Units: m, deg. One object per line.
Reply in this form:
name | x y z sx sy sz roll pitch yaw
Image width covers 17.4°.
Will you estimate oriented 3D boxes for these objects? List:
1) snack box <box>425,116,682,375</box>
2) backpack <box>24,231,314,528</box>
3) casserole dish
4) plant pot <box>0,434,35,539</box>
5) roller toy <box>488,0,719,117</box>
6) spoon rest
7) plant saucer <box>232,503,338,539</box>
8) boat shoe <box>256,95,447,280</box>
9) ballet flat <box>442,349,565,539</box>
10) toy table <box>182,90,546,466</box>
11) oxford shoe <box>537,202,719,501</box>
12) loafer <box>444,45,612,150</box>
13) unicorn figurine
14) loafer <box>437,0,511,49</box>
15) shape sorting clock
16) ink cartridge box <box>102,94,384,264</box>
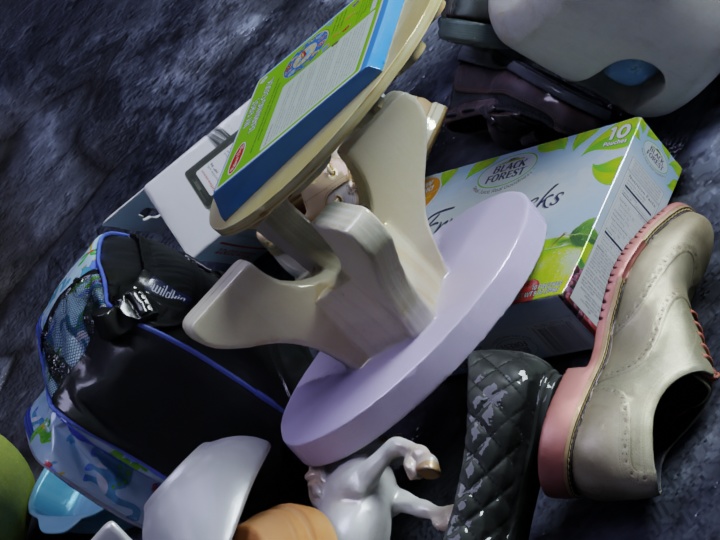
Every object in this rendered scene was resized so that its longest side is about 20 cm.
snack box | 0.088 -0.008 1.440 0.199 0.053 0.143 -14 39 46
backpack | -0.123 0.073 1.483 0.147 0.182 0.200 -54 21 13
casserole dish | -0.153 0.109 1.632 0.121 0.039 0.201 -9 43 50
plant pot | -0.309 0.197 1.602 0.186 0.188 0.200 -19 25 41
roller toy | 0.178 -0.196 1.457 0.183 0.139 0.200 -54 17 30
spoon rest | -0.098 0.146 1.307 0.099 0.061 0.200 -48 -4 18
plant saucer | -0.074 0.220 1.296 0.200 0.037 0.201 -50 27 36
boat shoe | -0.012 -0.056 1.559 0.200 0.069 0.074 -49 10 47
ballet flat | 0.057 0.138 1.240 0.056 0.066 0.201 13 72 25
toy table | 0.000 0.000 1.348 0.200 0.117 0.183 -52 23 -22
oxford shoe | 0.163 0.047 1.268 0.074 0.071 0.201 8 54 27
loafer | 0.106 -0.102 1.547 0.063 0.072 0.200 -64 20 5
unicorn figurine | 0.006 0.146 1.318 0.137 0.074 0.201 -9 43 48
loafer | 0.090 -0.187 1.606 0.200 0.071 0.063 -67 -16 -80
shape sorting clock | -0.018 -0.098 1.344 0.200 0.039 0.200 -42 18 17
ink cartridge box | -0.073 -0.065 1.671 0.200 0.068 0.116 -38 -13 14
